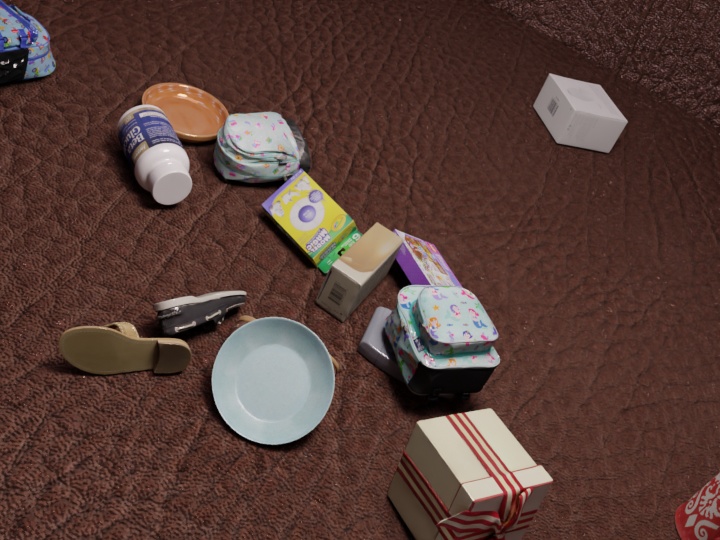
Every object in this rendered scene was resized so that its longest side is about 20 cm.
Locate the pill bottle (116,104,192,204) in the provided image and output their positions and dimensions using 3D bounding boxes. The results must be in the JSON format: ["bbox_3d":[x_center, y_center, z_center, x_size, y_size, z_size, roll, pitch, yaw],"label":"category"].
[{"bbox_3d":[-0.404,-0.226,1.706,0.109,0.112,0.201,-6,47,-34],"label":"pill bottle"}]

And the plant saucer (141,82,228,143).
[{"bbox_3d":[-0.390,-0.345,1.917,0.196,0.038,0.202,16,39,-13],"label":"plant saucer"}]

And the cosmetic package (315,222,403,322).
[{"bbox_3d":[0.000,0.000,1.679,0.070,0.106,0.200,33,36,9],"label":"cosmetic package"}]

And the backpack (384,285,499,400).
[{"bbox_3d":[0.140,0.111,1.545,0.174,0.152,0.201,1,39,-26],"label":"backpack"}]

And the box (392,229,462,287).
[{"bbox_3d":[0.144,0.011,1.765,0.136,0.039,0.201,18,32,-45],"label":"box"}]

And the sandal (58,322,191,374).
[{"bbox_3d":[-0.376,0.117,1.369,0.208,0.079,0.070,10,19,-29],"label":"sandal"}]

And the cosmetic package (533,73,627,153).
[{"bbox_3d":[0.658,-0.472,2.595,0.196,0.124,0.201,6,41,-22],"label":"cosmetic package"}]

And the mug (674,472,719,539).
[{"bbox_3d":[0.659,0.421,1.480,0.131,0.202,0.179,14,38,-14],"label":"mug"}]

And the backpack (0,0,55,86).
[{"bbox_3d":[-0.736,-0.481,1.801,0.182,0.136,0.199,41,37,18],"label":"backpack"}]

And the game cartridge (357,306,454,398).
[{"bbox_3d":[0.098,0.155,1.609,0.197,0.042,0.134,27,33,1],"label":"game cartridge"}]

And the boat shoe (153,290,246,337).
[{"bbox_3d":[-0.268,0.071,1.476,0.199,0.073,0.062,-10,88,-58],"label":"boat shoe"}]

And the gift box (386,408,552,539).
[{"bbox_3d":[0.153,0.347,1.304,0.197,0.187,0.187,-8,39,-31],"label":"gift box"}]

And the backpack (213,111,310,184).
[{"bbox_3d":[-0.217,-0.262,1.844,0.197,0.128,0.168,-7,50,-31],"label":"backpack"}]

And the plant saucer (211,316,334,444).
[{"bbox_3d":[-0.140,0.179,1.391,0.196,0.039,0.205,2,74,-6],"label":"plant saucer"}]

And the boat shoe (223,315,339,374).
[{"bbox_3d":[-0.136,0.149,1.457,0.197,0.071,0.071,22,41,6],"label":"boat shoe"}]

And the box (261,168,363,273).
[{"bbox_3d":[-0.096,-0.098,1.738,0.117,0.048,0.200,-42,68,-7],"label":"box"}]
